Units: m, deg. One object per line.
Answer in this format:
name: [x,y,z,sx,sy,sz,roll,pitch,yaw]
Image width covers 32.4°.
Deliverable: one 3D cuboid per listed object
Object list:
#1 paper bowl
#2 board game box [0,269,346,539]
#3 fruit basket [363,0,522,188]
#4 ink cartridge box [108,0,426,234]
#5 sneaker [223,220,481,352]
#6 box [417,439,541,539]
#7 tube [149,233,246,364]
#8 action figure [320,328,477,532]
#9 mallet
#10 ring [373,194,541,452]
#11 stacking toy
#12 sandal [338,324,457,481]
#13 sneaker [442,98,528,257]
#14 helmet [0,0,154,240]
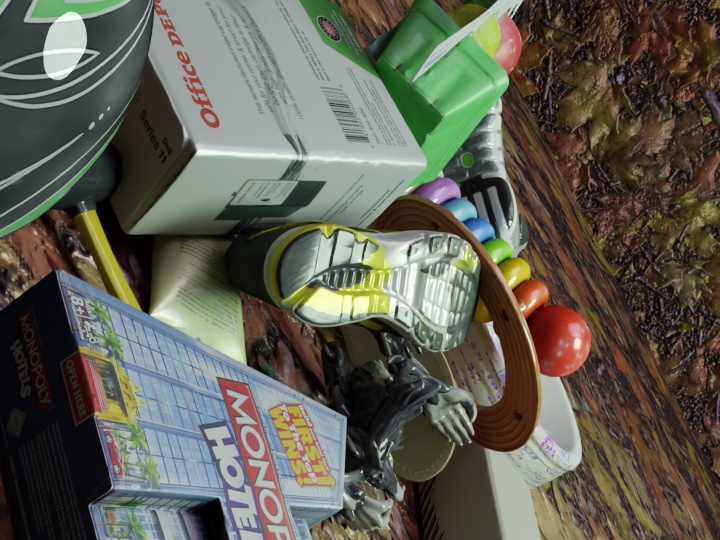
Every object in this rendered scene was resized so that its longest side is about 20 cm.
paper bowl: [0.102,0.099,1.072,0.201,0.104,0.201,53,17,-25]
board game box: [-0.065,0.117,0.576,0.199,0.061,0.202,19,43,-54]
fruit basket: [0.062,-0.152,0.912,0.093,0.185,0.200,38,52,0]
ink cartridge box: [-0.075,-0.101,0.767,0.199,0.083,0.148,0,56,-47]
sneaker: [0.000,0.000,0.776,0.199,0.084,0.075,15,90,-48]
box: [0.094,0.220,0.909,0.082,0.068,0.201,51,18,-29]
tube: [-0.106,-0.028,0.776,0.052,0.057,0.201,100,-15,-47]
action figure: [0.014,0.100,0.797,0.102,0.118,0.200,49,13,-14]
mallet: [-0.123,0.016,0.669,0.202,0.041,0.066,63,19,-5]
ring: [0.070,0.038,0.901,0.200,0.019,0.202,46,-30,36]
stacking toy: [0.095,0.006,0.959,0.200,0.086,0.085,43,11,18]
sandal: [0.019,0.061,0.949,0.213,0.077,0.070,64,2,17]
sneaker: [0.104,-0.083,1.097,0.116,0.074,0.202,56,24,-55]
helmet: [-0.174,-0.094,0.458,0.201,0.199,0.191,53,1,-24]
